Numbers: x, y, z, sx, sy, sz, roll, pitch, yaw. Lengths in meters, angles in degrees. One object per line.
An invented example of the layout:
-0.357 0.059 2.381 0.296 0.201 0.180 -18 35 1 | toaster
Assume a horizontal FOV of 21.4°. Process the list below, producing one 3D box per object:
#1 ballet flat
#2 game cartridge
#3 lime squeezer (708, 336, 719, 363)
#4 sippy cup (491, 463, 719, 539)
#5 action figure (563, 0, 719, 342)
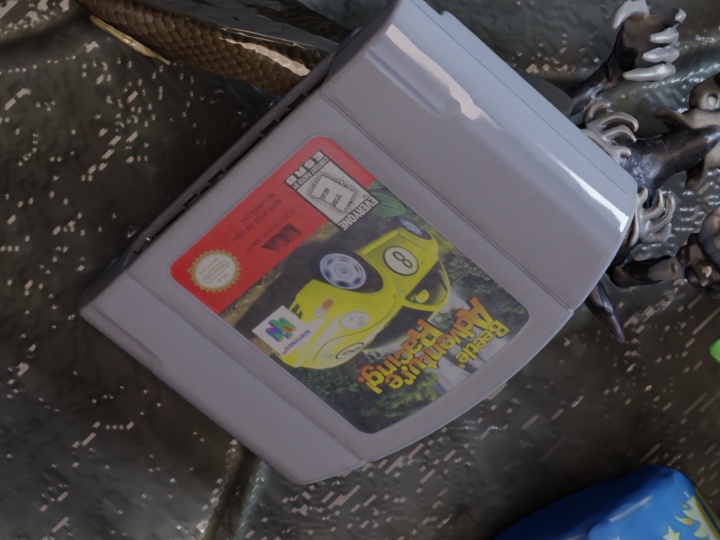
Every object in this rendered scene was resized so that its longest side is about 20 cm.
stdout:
-0.018 -0.072 0.722 0.199 0.067 0.046 18 116 5 | ballet flat
0.000 0.000 0.711 0.133 0.041 0.200 37 127 -18 | game cartridge
0.177 0.004 0.757 0.200 0.071 0.038 -35 94 -40 | lime squeezer
0.112 0.153 0.761 0.177 0.140 0.131 -26 91 -12 | sippy cup
0.127 -0.050 0.739 0.200 0.102 0.119 -28 87 -2 | action figure
